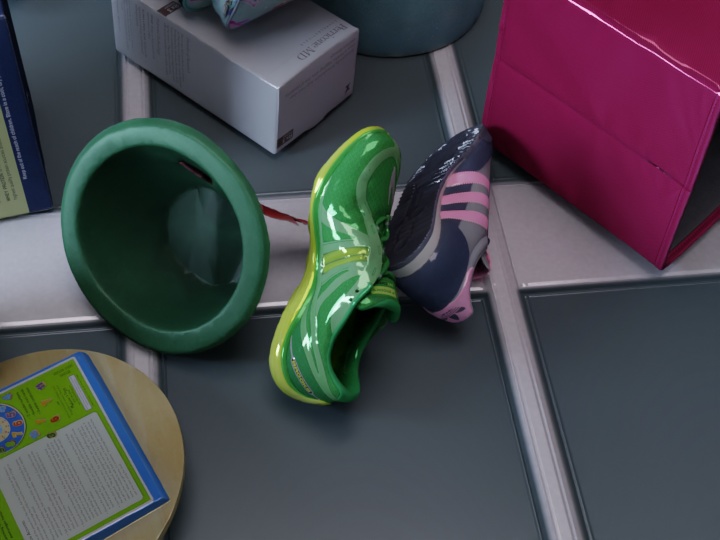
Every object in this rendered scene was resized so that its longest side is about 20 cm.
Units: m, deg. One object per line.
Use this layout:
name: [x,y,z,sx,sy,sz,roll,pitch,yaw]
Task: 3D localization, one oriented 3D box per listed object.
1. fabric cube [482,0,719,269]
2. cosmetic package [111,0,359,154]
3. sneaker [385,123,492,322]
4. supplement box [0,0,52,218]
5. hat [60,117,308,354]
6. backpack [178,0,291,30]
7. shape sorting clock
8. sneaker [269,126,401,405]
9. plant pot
fabric cube: [0.241,-0.167,0.929,0.196,0.201,0.199,-36,62,-26]
cosmetic package: [-0.111,-0.202,1.014,0.199,0.082,0.113,32,54,20]
sneaker: [0.075,-0.038,0.922,0.082,0.070,0.201,48,42,-19]
supplement box: [-0.356,-0.138,0.871,0.198,0.201,0.135,-13,53,-13]
hat: [-0.105,-0.032,0.905,0.200,0.166,0.176,44,23,7]
backpack: [-0.073,-0.303,0.921,0.175,0.200,0.154,-31,76,-31]
shape sorting clock: [-0.214,0.139,0.769,0.198,0.039,0.201,-1,51,1]
sneaker: [0.000,0.000,0.821,0.083,0.074,0.202,16,92,36]
plant pot: [0.027,-0.319,1.081,0.198,0.135,0.202,2,52,-3]
